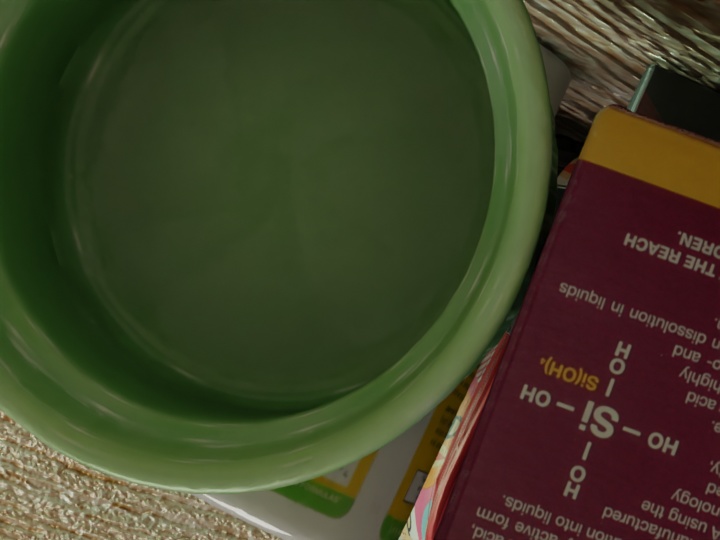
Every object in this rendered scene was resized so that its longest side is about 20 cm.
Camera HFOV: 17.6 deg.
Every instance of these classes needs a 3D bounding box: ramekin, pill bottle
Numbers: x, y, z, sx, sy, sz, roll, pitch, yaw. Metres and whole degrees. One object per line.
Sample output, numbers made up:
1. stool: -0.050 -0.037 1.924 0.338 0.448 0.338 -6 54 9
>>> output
1. ramekin: -0.033 -0.034 0.716 0.200 0.200 0.098 24 -176 14
2. pill bottle: 0.000 0.000 0.865 0.111 0.200 0.111 25 176 2

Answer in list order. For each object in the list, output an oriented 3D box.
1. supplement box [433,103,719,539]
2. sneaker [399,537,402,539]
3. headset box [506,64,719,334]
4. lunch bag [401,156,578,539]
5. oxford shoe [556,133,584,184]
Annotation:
1. supplement box: 0.082 0.069 0.697 0.103 0.200 0.131 20 174 6
2. sneaker: 0.017 0.081 1.090 0.083 0.081 0.200 22 135 42
3. headset box: 0.140 0.032 0.802 0.200 0.149 0.077 24 176 5
4. lunch bag: 0.105 0.053 0.948 0.176 0.200 0.082 25 -179 -13
5. oxford shoe: 0.104 -0.006 1.016 0.200 0.085 0.073 29 176 -30
